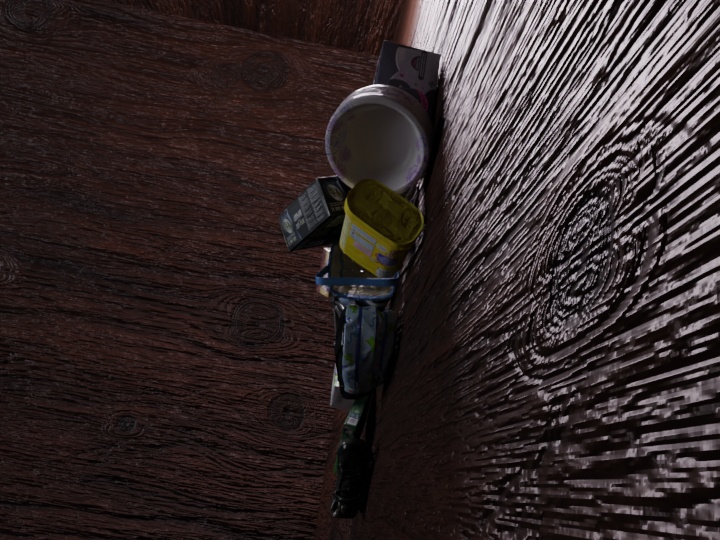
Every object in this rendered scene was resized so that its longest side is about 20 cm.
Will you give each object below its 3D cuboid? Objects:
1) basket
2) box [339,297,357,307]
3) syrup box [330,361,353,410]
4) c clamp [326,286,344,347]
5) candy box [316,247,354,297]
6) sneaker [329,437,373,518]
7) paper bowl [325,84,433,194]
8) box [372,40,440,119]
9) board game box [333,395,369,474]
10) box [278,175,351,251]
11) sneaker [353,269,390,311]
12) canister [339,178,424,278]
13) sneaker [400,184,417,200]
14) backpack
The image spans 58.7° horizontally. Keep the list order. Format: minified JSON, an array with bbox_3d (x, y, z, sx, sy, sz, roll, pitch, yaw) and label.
[{"bbox_3d":[0.000,0.000,1.410,0.200,0.175,0.140,-72,-16,-71],"label":"basket"},{"bbox_3d":[-0.019,0.169,1.593,0.137,0.037,0.201,-129,28,-57],"label":"box"},{"bbox_3d":[-0.048,0.354,2.033,0.200,0.081,0.079,-91,13,-69],"label":"syrup box"},{"bbox_3d":[-0.047,0.139,1.553,0.171,0.027,0.201,-138,38,-56],"label":"c clamp"},{"bbox_3d":[-0.016,0.002,1.663,0.056,0.199,0.118,25,111,44],"label":"candy box"},{"bbox_3d":[-0.018,0.423,1.286,0.115,0.076,0.200,-86,3,-47],"label":"sneaker"},{"bbox_3d":[0.040,-0.249,1.210,0.105,0.199,0.202,-66,-10,-53],"label":"paper bowl"},{"bbox_3d":[0.086,-0.355,1.337,0.115,0.131,0.201,113,168,-70],"label":"box"},{"bbox_3d":[-0.011,0.347,1.452,0.200,0.029,0.136,-58,-19,-65],"label":"board game box"},{"bbox_3d":[-0.059,-0.126,1.381,0.200,0.163,0.087,-34,72,53],"label":"box"},{"bbox_3d":[0.030,0.087,1.554,0.203,0.076,0.147,-116,23,-66],"label":"sneaker"},{"bbox_3d":[0.033,-0.073,1.230,0.087,0.148,0.200,-53,-6,-20],"label":"canister"},{"bbox_3d":[0.091,-0.182,1.408,0.200,0.075,0.082,-89,-10,-63],"label":"sneaker"},{"bbox_3d":[0.007,0.149,1.276,0.201,0.153,0.164,69,-154,-51],"label":"backpack"}]
